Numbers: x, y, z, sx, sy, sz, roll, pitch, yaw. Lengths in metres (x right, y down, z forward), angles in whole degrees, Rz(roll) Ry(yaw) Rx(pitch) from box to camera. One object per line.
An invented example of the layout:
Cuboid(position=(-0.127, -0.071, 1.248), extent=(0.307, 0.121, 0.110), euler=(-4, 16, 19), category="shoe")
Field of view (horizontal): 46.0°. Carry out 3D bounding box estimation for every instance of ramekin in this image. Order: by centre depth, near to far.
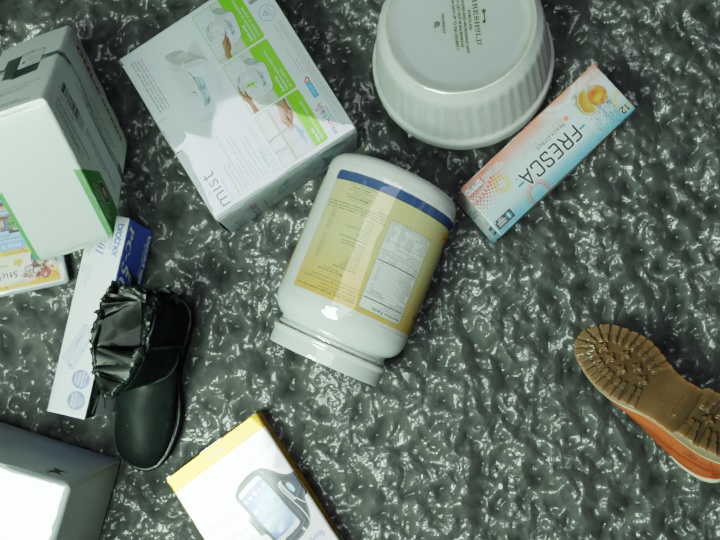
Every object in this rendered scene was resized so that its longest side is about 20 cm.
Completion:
Cuboid(position=(0.105, -0.238, 0.889), extent=(0.198, 0.094, 0.207), euler=(-2, 76, 9), category="ramekin")

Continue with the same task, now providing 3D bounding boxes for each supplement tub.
Cuboid(position=(0.000, 0.000, 0.861), extent=(0.142, 0.144, 0.203), euler=(22, 86, 3), category="supplement tub")

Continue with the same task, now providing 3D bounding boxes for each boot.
Cuboid(position=(-0.221, 0.106, 0.845), extent=(0.072, 0.163, 0.203), euler=(11, 85, 4), category="boot")
Cuboid(position=(0.303, 0.141, 0.878), extent=(0.075, 0.108, 0.199), euler=(-41, 57, -12), category="boot")

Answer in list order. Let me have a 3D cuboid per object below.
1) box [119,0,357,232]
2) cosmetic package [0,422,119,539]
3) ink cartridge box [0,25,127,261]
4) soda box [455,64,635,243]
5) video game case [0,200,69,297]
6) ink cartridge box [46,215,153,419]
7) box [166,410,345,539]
Cuboid(position=(-0.126, -0.175, 0.903), extent=(0.175, 0.097, 0.202), euler=(-34, 85, -2), category="box")
Cuboid(position=(-0.359, 0.270, 0.831), extent=(0.161, 0.165, 0.204), euler=(16, 85, 2), category="cosmetic package")
Cuboid(position=(-0.299, -0.130, 0.832), extent=(0.081, 0.201, 0.149), euler=(-18, 124, 1), category="ink cartridge box")
Cuboid(position=(0.196, -0.123, 0.909), extent=(0.200, 0.064, 0.069), euler=(-43, 85, -2), category="soda box")
Cuboid(position=(-0.427, -0.057, 0.898), extent=(0.196, 0.023, 0.186), euler=(-12, 93, -16), category="video game case")
Cuboid(position=(-0.269, 0.047, 0.886), extent=(0.043, 0.094, 0.205), euler=(11, 85, 2), category="ink cartridge box")
Cuboid(position=(-0.100, 0.266, 0.891), extent=(0.118, 0.041, 0.202), euler=(-34, 87, -2), category="box")
